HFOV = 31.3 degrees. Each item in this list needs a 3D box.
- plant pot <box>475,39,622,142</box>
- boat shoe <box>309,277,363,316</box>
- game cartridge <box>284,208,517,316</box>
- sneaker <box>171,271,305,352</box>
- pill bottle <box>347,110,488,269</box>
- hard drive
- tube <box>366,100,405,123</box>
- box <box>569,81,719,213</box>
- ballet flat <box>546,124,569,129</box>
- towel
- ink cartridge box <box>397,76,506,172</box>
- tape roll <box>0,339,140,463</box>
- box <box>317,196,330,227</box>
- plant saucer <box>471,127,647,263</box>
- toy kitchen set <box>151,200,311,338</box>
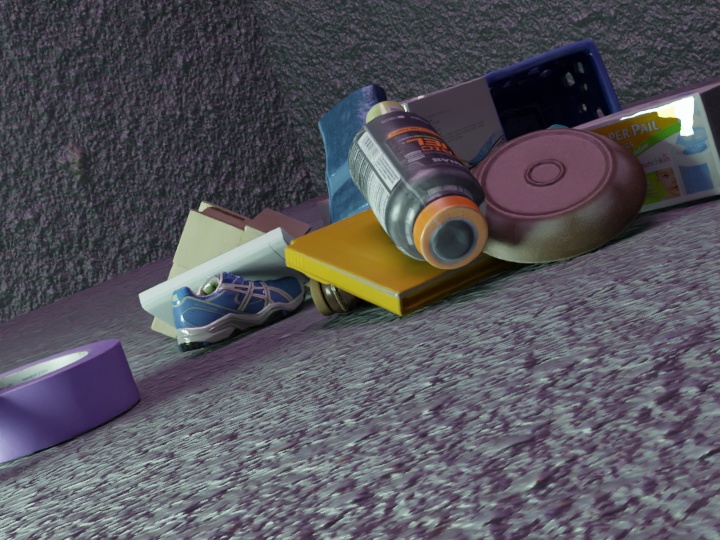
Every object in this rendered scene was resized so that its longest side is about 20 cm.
[{"bbox_3d":[0.255,-0.198,1.869,0.200,0.200,0.180,-20,0,-16],"label":"plant pot"},{"bbox_3d":[0.000,0.000,1.469,0.070,0.070,0.200,-24,13,16],"label":"boat shoe"},{"bbox_3d":[0.041,-0.018,1.367,0.176,0.032,0.200,-23,28,-33],"label":"game cartridge"},{"bbox_3d":[-0.144,0.034,1.555,0.076,0.077,0.200,-15,4,43],"label":"sneaker"},{"bbox_3d":[0.063,-0.078,1.315,0.106,0.106,0.200,-20,34,-7],"label":"pill bottle"},{"bbox_3d":[-0.162,0.017,1.626,0.200,0.027,0.132,-24,-25,11],"label":"hard drive"},{"bbox_3d":[0.050,-0.122,1.483,0.058,0.052,0.200,-42,38,19],"label":"tube"},{"bbox_3d":[0.320,-0.127,1.413,0.200,0.113,0.101,-15,6,41],"label":"box"},{"bbox_3d":[0.235,-0.104,1.627,0.067,0.068,0.200,111,-174,-45],"label":"ballet flat"},{"bbox_3d":[-0.003,-0.128,1.605,0.048,0.200,0.112,14,-31,-32],"label":"towel"},{"bbox_3d":[0.100,-0.132,1.696,0.146,0.200,0.147,-23,8,-33],"label":"ink cartridge box"},{"bbox_3d":[-0.329,0.134,1.301,0.200,0.066,0.200,-19,7,2],"label":"tape roll"},{"bbox_3d":[0.063,-0.091,1.888,0.152,0.106,0.200,-14,8,38],"label":"box"},{"bbox_3d":[0.194,-0.089,1.332,0.200,0.037,0.201,-12,40,11],"label":"plant saucer"},{"bbox_3d":[-0.150,0.015,1.770,0.200,0.181,0.163,21,13,1],"label":"toy kitchen set"}]
